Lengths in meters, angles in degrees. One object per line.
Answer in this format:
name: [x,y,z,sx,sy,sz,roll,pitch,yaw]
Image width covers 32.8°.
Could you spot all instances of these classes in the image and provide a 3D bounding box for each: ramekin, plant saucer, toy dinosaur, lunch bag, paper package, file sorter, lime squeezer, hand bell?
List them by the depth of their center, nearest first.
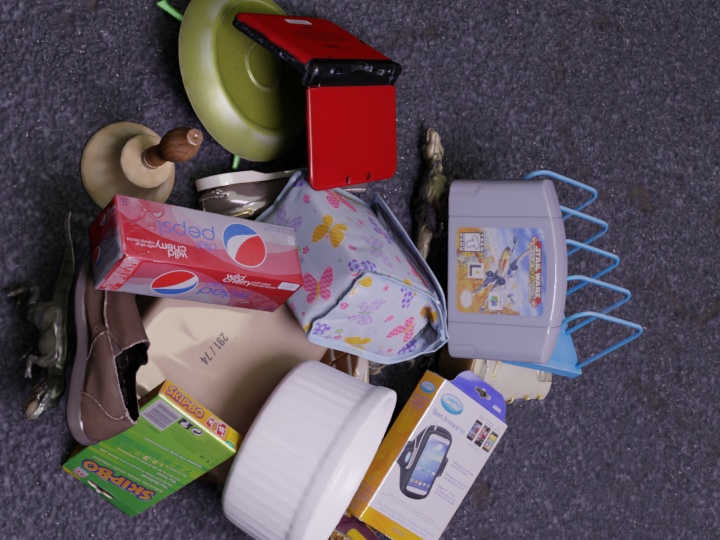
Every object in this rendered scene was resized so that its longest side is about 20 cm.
toy dinosaur: [-0.308,0.049,1.197,0.047,0.088,0.201,15,71,-40]
ramekin: [-0.053,0.186,1.213,0.098,0.201,0.201,28,70,11]
hand bell: [-0.201,-0.114,1.221,0.104,0.200,0.104,2,85,-28]
paper package: [-0.161,0.095,1.281,0.191,0.103,0.200,41,68,-19]
lunch bag: [0.000,0.000,1.313,0.127,0.170,0.200,-45,143,16]
plant saucer: [-0.114,-0.220,1.332,0.200,0.031,0.201,15,71,-48]
lime squeezer: [-0.150,-0.216,1.350,0.071,0.038,0.200,-28,100,-27]
file sorter: [0.226,0.003,1.429,0.139,0.123,0.201,14,53,-42]
toy dinosaur: [0.077,0.070,1.430,0.200,0.047,0.088,-47,139,-8]
toy dinosaur: [0.089,-0.070,1.433,0.047,0.088,0.201,24,74,-36]

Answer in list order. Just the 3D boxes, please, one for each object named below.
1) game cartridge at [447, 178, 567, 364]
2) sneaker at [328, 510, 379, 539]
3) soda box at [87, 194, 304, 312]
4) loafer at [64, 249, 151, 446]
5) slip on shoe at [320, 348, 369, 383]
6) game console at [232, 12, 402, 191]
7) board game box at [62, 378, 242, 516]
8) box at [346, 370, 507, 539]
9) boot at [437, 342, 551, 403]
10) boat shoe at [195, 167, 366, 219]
game cartridge: [0.160,0.000,1.340,0.041,0.133,0.201,-4,95,-54]
sneaker: [-0.055,0.263,1.349,0.075,0.090,0.200,-42,85,16]
soda box: [-0.156,-0.014,1.173,0.200,0.063,0.070,10,55,-37]
loafer: [-0.227,0.066,1.157,0.071,0.073,0.201,-5,71,15]
slip on shoe: [-0.019,0.144,1.373,0.061,0.076,0.201,44,37,-63]
game console: [-0.045,-0.186,1.322,0.200,0.172,0.119,-17,138,-62]
board game box: [-0.209,0.180,1.205,0.095,0.200,0.030,40,40,-17]
box: [0.079,0.205,1.349,0.119,0.041,0.200,38,79,-35]
boot: [0.151,0.152,1.459,0.154,0.072,0.201,11,99,-42]
boat shoe: [-0.083,-0.082,1.357,0.199,0.072,0.060,-7,89,-24]
